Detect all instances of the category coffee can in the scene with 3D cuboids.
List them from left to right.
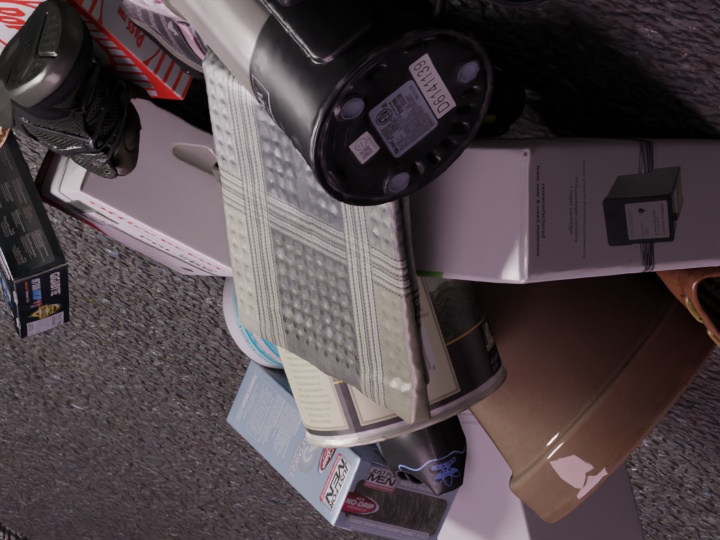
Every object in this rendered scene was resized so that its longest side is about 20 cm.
[{"bbox_3d":[0.000,0.000,1.706,0.146,0.146,0.201,-4,108,53],"label":"coffee can"}]

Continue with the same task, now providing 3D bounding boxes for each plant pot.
[{"bbox_3d":[0.138,0.051,1.828,0.175,0.200,0.200,42,161,0],"label":"plant pot"}]

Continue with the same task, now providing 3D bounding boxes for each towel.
[{"bbox_3d":[-0.022,-0.023,1.551,0.192,0.034,0.201,28,133,45],"label":"towel"}]

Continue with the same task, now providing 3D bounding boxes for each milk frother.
[{"bbox_3d":[0.009,-0.175,1.407,0.188,0.200,0.181,50,160,36],"label":"milk frother"}]

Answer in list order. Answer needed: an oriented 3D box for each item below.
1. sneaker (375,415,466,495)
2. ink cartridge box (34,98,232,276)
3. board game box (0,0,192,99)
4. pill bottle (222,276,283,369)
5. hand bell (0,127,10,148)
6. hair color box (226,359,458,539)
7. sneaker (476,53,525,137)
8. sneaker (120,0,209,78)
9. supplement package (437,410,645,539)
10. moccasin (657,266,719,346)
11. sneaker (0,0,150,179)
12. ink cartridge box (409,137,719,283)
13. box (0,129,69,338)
[{"bbox_3d":[0.032,0.115,1.912,0.070,0.078,0.200,-18,-169,-7],"label":"sneaker"},{"bbox_3d":[-0.153,-0.061,1.897,0.146,0.083,0.200,28,173,-15],"label":"ink cartridge box"},{"bbox_3d":[-0.230,-0.182,1.764,0.199,0.046,0.151,7,157,37],"label":"board game box"},{"bbox_3d":[-0.015,0.019,1.979,0.111,0.111,0.200,32,160,-27],"label":"pill bottle"},{"bbox_3d":[-0.356,-0.156,1.867,0.200,0.104,0.104,47,170,21],"label":"hand bell"},{"bbox_3d":[-0.016,0.144,2.005,0.099,0.061,0.200,17,-169,-33],"label":"hair color box"},{"bbox_3d":[0.059,-0.116,1.547,0.082,0.072,0.200,4,-173,13],"label":"sneaker"},{"bbox_3d":[-0.073,-0.155,1.626,0.199,0.074,0.087,26,162,4],"label":"sneaker"},{"bbox_3d":[0.127,0.150,2.007,0.121,0.201,0.120,-20,-170,-37],"label":"supplement package"},{"bbox_3d":[0.286,0.041,1.728,0.201,0.074,0.078,42,-165,-32],"label":"moccasin"},{"bbox_3d":[-0.185,-0.120,1.699,0.114,0.076,0.199,24,165,-13],"label":"sneaker"},{"bbox_3d":[0.114,-0.041,1.580,0.145,0.084,0.200,4,-174,44],"label":"ink cartridge box"},{"bbox_3d":[-0.282,-0.062,1.962,0.046,0.201,0.159,-21,166,-12],"label":"box"}]
